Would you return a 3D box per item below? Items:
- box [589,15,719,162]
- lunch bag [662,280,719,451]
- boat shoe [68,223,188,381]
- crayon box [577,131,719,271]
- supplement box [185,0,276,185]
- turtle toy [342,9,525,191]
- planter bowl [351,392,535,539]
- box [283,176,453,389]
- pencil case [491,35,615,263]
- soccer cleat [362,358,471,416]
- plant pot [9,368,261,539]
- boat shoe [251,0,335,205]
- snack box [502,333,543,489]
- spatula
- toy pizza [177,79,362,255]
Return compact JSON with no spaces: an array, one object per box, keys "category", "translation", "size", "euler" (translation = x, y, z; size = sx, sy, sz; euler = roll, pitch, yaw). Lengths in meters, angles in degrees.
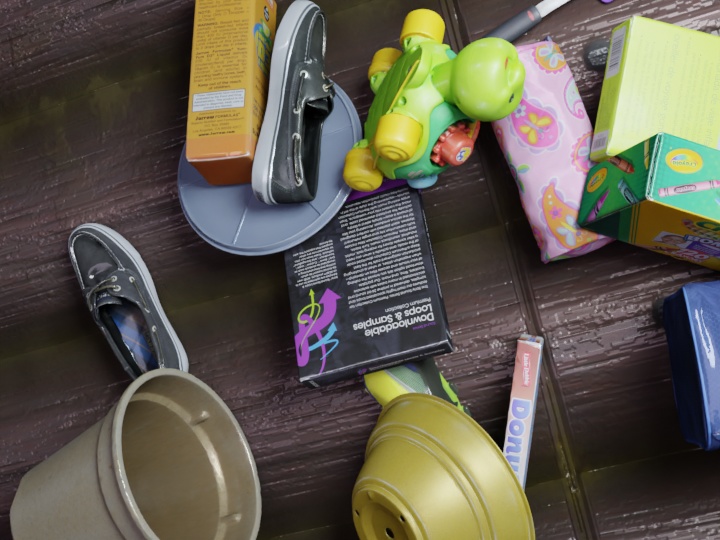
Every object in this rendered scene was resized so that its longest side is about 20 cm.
[{"category":"box","translation":[0.310,-0.137,0.825],"size":[0.199,0.048,0.122],"euler":[11,89,-8]},{"category":"lunch bag","translation":[0.331,0.072,0.774],"size":[0.132,0.200,0.136],"euler":[-8,84,10]},{"category":"boat shoe","translation":[-0.249,0.039,0.974],"size":[0.070,0.066,0.200],"euler":[-29,85,12]},{"category":"crayon box","translation":[0.299,-0.046,0.783],"size":[0.199,0.119,0.058],"euler":[16,79,-10]},{"category":"supplement box","translation":[-0.123,-0.188,0.916],"size":[0.069,0.067,0.201],"euler":[-5,73,12]},{"category":"turtle toy","translation":[0.066,-0.145,0.832],"size":[0.101,0.200,0.146],"euler":[20,69,-17]},{"category":"planter bowl","translation":[0.051,0.217,0.843],"size":[0.200,0.083,0.201],"euler":[28,129,41]},{"category":"box","translation":[0.000,0.000,0.894],"size":[0.143,0.036,0.201],"euler":[-16,61,13]},{"category":"pencil case","translation":[0.173,-0.110,0.868],"size":[0.087,0.087,0.201],"euler":[-22,86,12]},{"category":"soccer cleat","translation":[0.049,0.126,0.919],"size":[0.084,0.065,0.201],"euler":[-23,88,35]},{"category":"plant pot","translation":[-0.230,0.223,0.922],"size":[0.183,0.200,0.201],"euler":[-27,85,22]},{"category":"boat shoe","translation":[-0.052,-0.156,0.887],"size":[0.056,0.069,0.201],"euler":[7,81,19]},{"category":"snack box","translation":[0.146,0.162,0.883],"size":[0.024,0.072,0.201],"euler":[8,92,13]},{"category":"spatula","translation":[0.182,-0.252,0.895],"size":[0.200,0.021,0.057],"euler":[-30,86,12]},{"category":"toy pizza","translation":[-0.089,-0.107,0.935],"size":[0.200,0.032,0.201],"euler":[-7,69,19]}]
